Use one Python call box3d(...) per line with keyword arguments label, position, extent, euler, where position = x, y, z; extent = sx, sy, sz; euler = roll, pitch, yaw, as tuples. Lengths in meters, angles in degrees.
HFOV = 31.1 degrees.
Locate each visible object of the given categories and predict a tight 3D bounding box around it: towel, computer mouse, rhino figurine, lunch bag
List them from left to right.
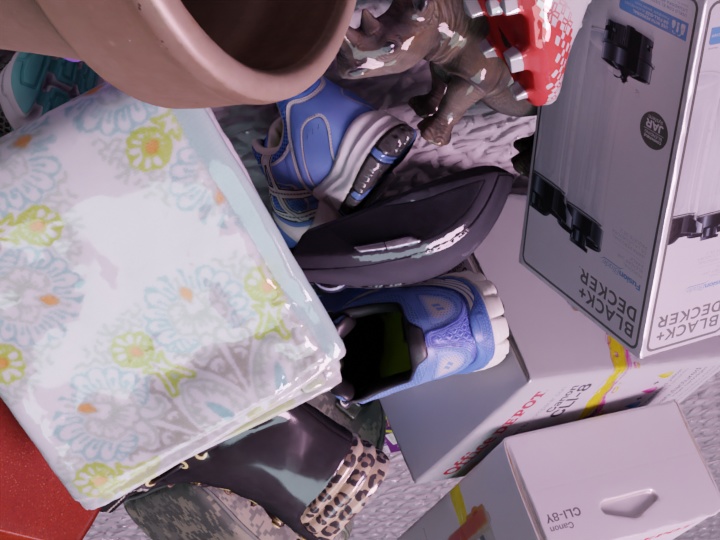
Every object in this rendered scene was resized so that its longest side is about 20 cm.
box3d(label="towel", position=(-0.120, 0.011, 0.669), extent=(0.171, 0.048, 0.201), euler=(-28, 111, 1))
box3d(label="lunch bag", position=(-0.076, 0.160, 1.042), extent=(0.139, 0.168, 0.200), euler=(47, 149, -7))
box3d(label="computer mouse", position=(0.000, 0.000, 0.767), extent=(0.199, 0.046, 0.140), euler=(-19, 169, 0))
box3d(label="rhino figurine", position=(0.061, -0.115, 0.716), extent=(0.199, 0.060, 0.088), euler=(15, 119, -37))

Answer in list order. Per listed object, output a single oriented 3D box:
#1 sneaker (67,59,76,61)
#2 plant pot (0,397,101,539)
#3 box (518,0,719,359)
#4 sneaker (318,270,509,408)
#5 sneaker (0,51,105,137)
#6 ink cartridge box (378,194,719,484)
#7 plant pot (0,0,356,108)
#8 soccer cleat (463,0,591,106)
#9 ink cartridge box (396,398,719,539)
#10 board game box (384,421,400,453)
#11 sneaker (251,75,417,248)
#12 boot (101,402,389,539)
box3d(label="sneaker", position=(-0.057, -0.136, 0.620), extent=(0.199, 0.084, 0.081), euler=(-11, 152, 0))
box3d(label="plant pot", position=(-0.247, 0.071, 0.783), extent=(0.199, 0.177, 0.200), euler=(-6, 157, 33))
box3d(label="box", position=(0.149, -0.069, 0.681), extent=(0.060, 0.117, 0.201), euler=(-15, 126, -26))
box3d(label="sneaker", position=(-0.002, 0.042, 0.816), extent=(0.089, 0.079, 0.200), euler=(-12, 178, -37))
box3d(label="sneaker", position=(-0.163, -0.062, 0.750), extent=(0.091, 0.078, 0.200), euler=(-7, 150, 24))
box3d(label="ink cartridge box", position=(0.119, 0.044, 0.897), extent=(0.199, 0.145, 0.145), euler=(-2, 147, -36))
box3d(label="plant pot", position=(-0.113, -0.152, 0.439), extent=(0.174, 0.201, 0.200), euler=(-1, 156, 23))
box3d(label="soccer cleat", position=(0.094, -0.160, 0.609), extent=(0.085, 0.069, 0.200), euler=(-22, 138, -8))
box3d(label="ink cartridge box", position=(0.132, 0.175, 0.894), extent=(0.145, 0.084, 0.200), euler=(-9, 155, -26))
box3d(label="board game box", position=(0.051, 0.115, 1.173), extent=(0.119, 0.032, 0.200), euler=(-9, 153, 6))
box3d(label="sneaker", position=(-0.025, -0.064, 0.792), extent=(0.076, 0.077, 0.200), euler=(-48, 178, -23))
box3d(label="boot", position=(-0.088, 0.134, 0.868), extent=(0.150, 0.073, 0.200), euler=(35, 125, -14))
